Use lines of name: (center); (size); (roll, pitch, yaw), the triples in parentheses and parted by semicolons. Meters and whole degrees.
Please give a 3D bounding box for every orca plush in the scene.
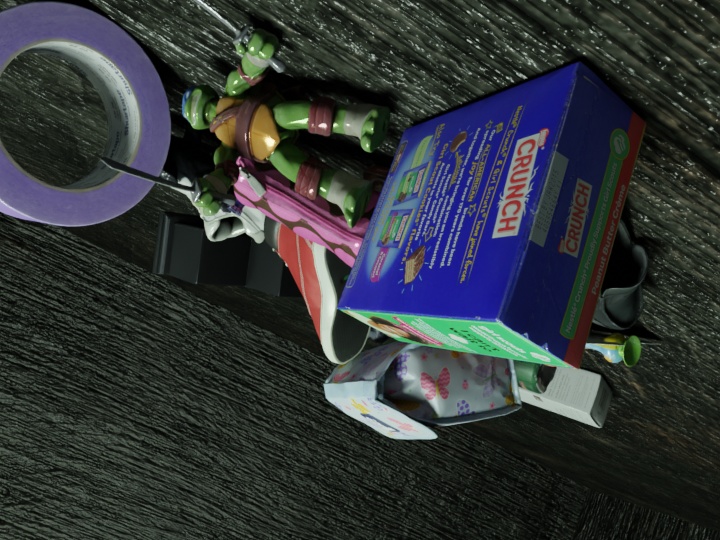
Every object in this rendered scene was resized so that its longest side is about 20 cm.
orca plush: (-0.210, -0.146, 0.808); (0.200, 0.071, 0.105); (38, -172, 39)

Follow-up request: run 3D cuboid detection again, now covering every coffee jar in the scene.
coffee jar: (0.196, 0.116, 1.030); (0.199, 0.086, 0.104); (17, 165, 32)

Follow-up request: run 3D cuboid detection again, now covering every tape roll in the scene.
tape roll: (-0.291, -0.145, 0.644); (0.085, 0.201, 0.200); (9, 160, 48)

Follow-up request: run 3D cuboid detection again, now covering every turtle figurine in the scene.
turtle figurine: (-0.086, -0.110, 0.542); (0.192, 0.145, 0.200); (19, 170, 11)

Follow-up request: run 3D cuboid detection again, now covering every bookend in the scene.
bookend: (-0.161, -0.021, 0.966); (0.199, 0.093, 0.198); (4, -174, -43)

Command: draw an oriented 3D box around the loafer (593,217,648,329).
loafer: (0.216, 0.001, 0.587); (0.070, 0.068, 0.200); (24, 167, 45)

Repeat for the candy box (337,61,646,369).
candy box: (0.083, -0.032, 0.479); (0.077, 0.171, 0.200); (26, 167, -25)

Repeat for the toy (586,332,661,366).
toy: (0.257, 0.098, 0.849); (0.114, 0.048, 0.199); (4, 177, -35)

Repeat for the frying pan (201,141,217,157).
frying pan: (-0.114, -0.116, 0.809); (0.189, 0.031, 0.115); (26, 170, 45)

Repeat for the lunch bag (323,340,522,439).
lunch bag: (0.069, 0.145, 0.841); (0.198, 0.129, 0.169); (-2, 170, -26)

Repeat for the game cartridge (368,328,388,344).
game cartridge: (0.000, 0.000, 0.852); (0.133, 0.041, 0.201); (47, 157, 20)

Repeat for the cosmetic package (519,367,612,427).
cosmetic package: (0.317, 0.195, 1.151); (0.199, 0.075, 0.102); (13, 162, 37)

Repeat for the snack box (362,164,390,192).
snack box: (0.092, -0.043, 0.654); (0.198, 0.024, 0.072); (20, 125, 21)

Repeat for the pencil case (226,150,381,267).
pencil case: (-0.035, -0.059, 0.644); (0.199, 0.091, 0.094); (28, -177, 26)

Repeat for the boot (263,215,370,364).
boot: (-0.060, 0.012, 0.836); (0.144, 0.072, 0.202); (26, 135, 41)

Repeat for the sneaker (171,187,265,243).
sneaker: (-0.196, -0.092, 0.894); (0.198, 0.100, 0.078); (18, 165, 27)
